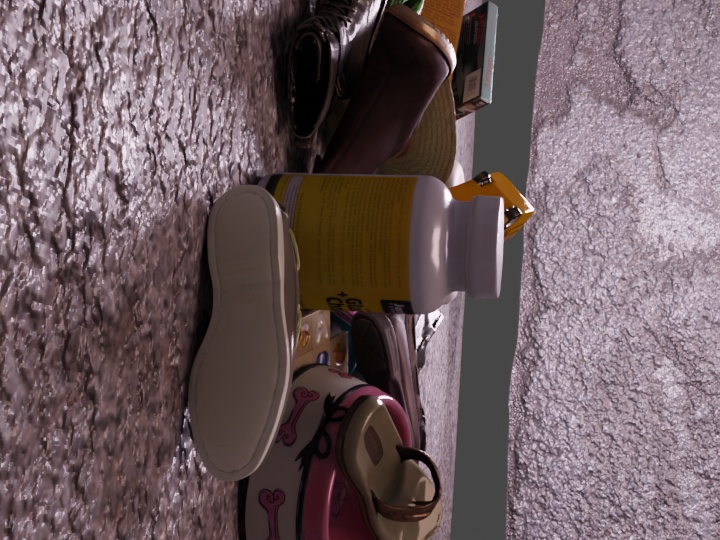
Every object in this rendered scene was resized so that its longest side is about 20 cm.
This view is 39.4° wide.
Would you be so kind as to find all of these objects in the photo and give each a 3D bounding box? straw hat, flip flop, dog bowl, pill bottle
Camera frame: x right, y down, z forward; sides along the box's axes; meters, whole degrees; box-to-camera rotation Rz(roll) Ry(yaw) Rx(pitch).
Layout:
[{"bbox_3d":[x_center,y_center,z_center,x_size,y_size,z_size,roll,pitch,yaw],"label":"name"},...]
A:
[{"bbox_3d":[0.011,-0.161,1.054,0.085,0.201,0.203,-22,125,-29],"label":"straw hat"},{"bbox_3d":[0.036,0.176,0.845,0.081,0.057,0.201,-63,147,-33],"label":"flip flop"},{"bbox_3d":[-0.021,0.186,0.879,0.200,0.073,0.202,-23,116,-60],"label":"dog bowl"},{"bbox_3d":[0.014,-0.022,0.815,0.112,0.198,0.113,2,90,-79],"label":"pill bottle"}]

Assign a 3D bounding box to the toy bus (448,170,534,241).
[{"bbox_3d":[0.112,-0.052,1.097,0.199,0.065,0.078,-24,160,-49],"label":"toy bus"}]

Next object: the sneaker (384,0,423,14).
[{"bbox_3d":[0.030,-0.284,1.139,0.200,0.084,0.079,40,53,-81],"label":"sneaker"}]

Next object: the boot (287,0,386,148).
[{"bbox_3d":[-0.023,-0.223,0.908,0.174,0.068,0.202,-60,156,-68],"label":"boot"}]

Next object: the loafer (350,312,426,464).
[{"bbox_3d":[0.039,0.123,0.973,0.063,0.072,0.202,-24,117,-36],"label":"loafer"}]

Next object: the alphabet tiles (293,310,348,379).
[{"bbox_3d":[-0.052,0.138,0.894,0.166,0.006,0.202,-23,116,-59],"label":"alphabet tiles"}]

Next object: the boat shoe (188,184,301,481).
[{"bbox_3d":[-0.075,0.045,0.704,0.060,0.071,0.204,46,44,-69],"label":"boat shoe"}]

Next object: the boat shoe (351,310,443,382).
[{"bbox_3d":[0.044,0.088,1.081,0.057,0.068,0.201,45,40,-14],"label":"boat shoe"}]

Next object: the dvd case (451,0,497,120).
[{"bbox_3d":[0.095,-0.243,1.294,0.022,0.199,0.147,23,62,-32],"label":"dvd case"}]

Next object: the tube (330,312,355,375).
[{"bbox_3d":[-0.021,0.087,1.079,0.078,0.050,0.202,-54,151,-64],"label":"tube"}]

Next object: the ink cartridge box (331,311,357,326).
[{"bbox_3d":[0.000,0.000,0.972,0.095,0.037,0.200,-68,155,-9],"label":"ink cartridge box"}]

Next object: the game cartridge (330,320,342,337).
[{"bbox_3d":[-0.044,0.166,0.998,0.133,0.041,0.202,-67,158,-72],"label":"game cartridge"}]

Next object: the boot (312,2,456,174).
[{"bbox_3d":[0.012,-0.134,0.901,0.167,0.072,0.200,-54,171,-6],"label":"boot"}]

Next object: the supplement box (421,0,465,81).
[{"bbox_3d":[0.077,-0.251,1.234,0.066,0.068,0.202,149,-46,-65],"label":"supplement box"}]

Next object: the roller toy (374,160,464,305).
[{"bbox_3d":[0.066,-0.049,1.245,0.200,0.138,0.184,-57,147,-68],"label":"roller toy"}]
